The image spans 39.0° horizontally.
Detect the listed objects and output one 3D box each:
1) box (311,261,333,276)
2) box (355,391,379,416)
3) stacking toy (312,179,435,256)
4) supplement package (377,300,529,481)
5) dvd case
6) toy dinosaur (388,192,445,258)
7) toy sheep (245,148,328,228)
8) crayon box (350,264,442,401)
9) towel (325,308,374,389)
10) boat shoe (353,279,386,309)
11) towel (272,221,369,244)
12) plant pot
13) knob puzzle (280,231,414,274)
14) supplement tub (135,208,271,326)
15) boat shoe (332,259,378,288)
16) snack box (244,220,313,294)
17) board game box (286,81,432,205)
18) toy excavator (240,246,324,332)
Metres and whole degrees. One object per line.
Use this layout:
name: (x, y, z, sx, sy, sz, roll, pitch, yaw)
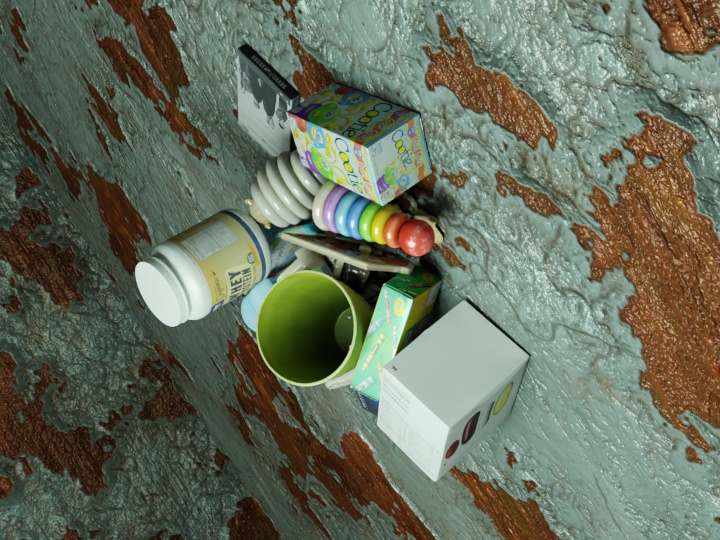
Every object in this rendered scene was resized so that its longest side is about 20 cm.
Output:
box: (-0.111, 0.084, 2.009, 0.200, 0.036, 0.145, -44, 66, 30)
box: (0.072, 0.206, 1.905, 0.200, 0.104, 0.148, 18, 138, 53)
stacking toy: (0.024, -0.072, 1.527, 0.200, 0.085, 0.086, 24, 143, 34)
supplement package: (0.146, 0.197, 1.647, 0.147, 0.191, 0.200, 41, 154, 23)
dvd case: (-0.165, -0.284, 1.802, 0.150, 0.025, 0.200, 45, 155, 20)
toy dinosaur: (0.090, -0.078, 1.584, 0.101, 0.058, 0.200, 38, 163, 0)
toy sheep: (-0.111, -0.144, 1.727, 0.138, 0.200, 0.138, 45, -161, -20)
crayon box: (0.059, 0.102, 1.666, 0.058, 0.119, 0.200, 27, 116, 19)
towel: (0.010, 0.137, 1.847, 0.200, 0.133, 0.034, -21, 142, 41)
boat shoe: (0.003, 0.037, 1.851, 0.200, 0.067, 0.057, 8, 146, 50)
towel: (-0.046, -0.064, 1.736, 0.200, 0.146, 0.022, -7, 78, 60)
plant pot: (-0.045, 0.102, 1.729, 0.187, 0.187, 0.200, 43, -166, 24)
knob puzzle: (0.003, -0.036, 1.625, 0.219, 0.219, 0.031, 24, 102, 49)
supplement tub: (-0.267, -0.005, 1.731, 0.144, 0.200, 0.145, 33, 140, 33)
boat shoe: (0.000, 0.000, 1.757, 0.060, 0.072, 0.201, 17, -178, 9)
snack box: (-0.161, -0.055, 1.914, 0.068, 0.168, 0.200, 50, 155, 12)
board game box: (-0.004, -0.193, 1.524, 0.200, 0.103, 0.105, 29, 146, 44)
toy excavator: (-0.143, 0.038, 1.895, 0.100, 0.194, 0.200, 58, 180, 14)
